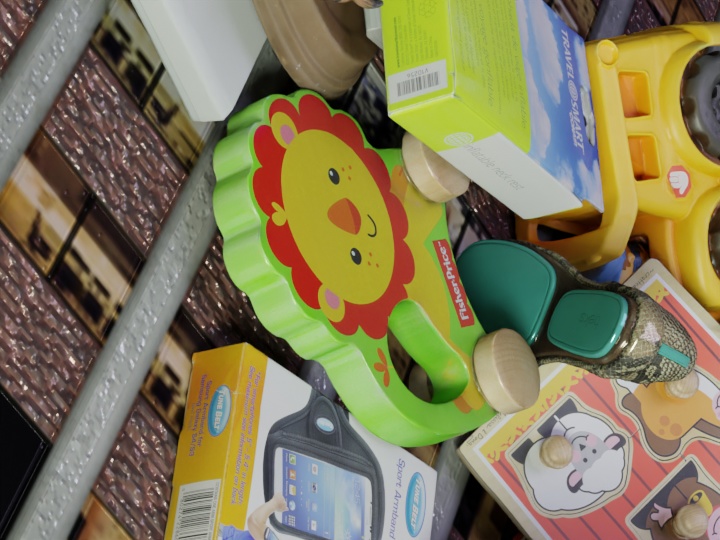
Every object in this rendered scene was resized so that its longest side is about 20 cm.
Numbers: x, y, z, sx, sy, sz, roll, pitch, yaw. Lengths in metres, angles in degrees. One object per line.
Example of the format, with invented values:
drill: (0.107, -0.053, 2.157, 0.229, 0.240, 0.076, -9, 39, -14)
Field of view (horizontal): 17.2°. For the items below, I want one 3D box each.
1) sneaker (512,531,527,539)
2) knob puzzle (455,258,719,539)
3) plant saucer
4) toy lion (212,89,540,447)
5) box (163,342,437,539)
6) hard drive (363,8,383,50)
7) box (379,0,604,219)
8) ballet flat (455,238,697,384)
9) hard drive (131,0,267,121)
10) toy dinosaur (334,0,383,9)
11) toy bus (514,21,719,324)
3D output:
sneaker: (0.143, 0.171, 1.439, 0.200, 0.077, 0.073, -49, 120, -44)
knob puzzle: (0.184, 0.121, 1.406, 0.218, 0.030, 0.222, 3, 76, -14)
plant saucer: (-0.027, -0.194, 1.310, 0.200, 0.029, 0.202, -10, 90, -72)
toy lion: (0.000, 0.000, 1.283, 0.191, 0.068, 0.201, -11, 81, -56)
box: (-0.021, 0.133, 1.248, 0.200, 0.041, 0.120, 35, 52, -42)
hard drive: (0.024, -0.217, 1.390, 0.132, 0.026, 0.202, 30, 52, -67)
box: (0.074, -0.112, 1.343, 0.200, 0.047, 0.123, 33, 48, -56)
ballet flat: (0.125, 0.032, 1.364, 0.075, 0.200, 0.068, 26, 88, -29)
hard drive: (-0.095, -0.195, 1.225, 0.201, 0.026, 0.132, 64, 35, -38)
toy dinosaur: (0.038, -0.229, 1.233, 0.199, 0.086, 0.136, -28, 108, -11)
toy bus: (0.153, -0.050, 1.494, 0.191, 0.135, 0.202, -7, 87, -43)
